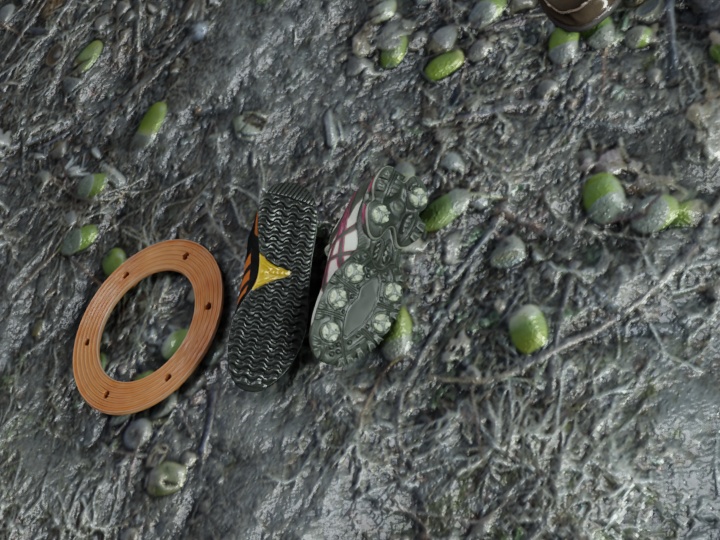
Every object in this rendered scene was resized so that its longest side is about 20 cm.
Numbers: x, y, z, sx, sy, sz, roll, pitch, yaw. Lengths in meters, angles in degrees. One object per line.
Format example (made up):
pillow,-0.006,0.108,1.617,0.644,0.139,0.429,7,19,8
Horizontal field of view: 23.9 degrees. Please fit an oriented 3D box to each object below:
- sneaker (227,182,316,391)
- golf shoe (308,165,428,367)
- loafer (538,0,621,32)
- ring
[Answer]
sneaker,-0.083,0.018,1.648,0.090,0.069,0.201,145,136,-84
golf shoe,0.000,0.000,1.604,0.088,0.077,0.201,-9,53,61
loafer,0.180,-0.300,1.646,0.073,0.071,0.200,-43,44,8
ring,-0.218,0.060,1.764,0.199,0.019,0.201,-20,50,27
